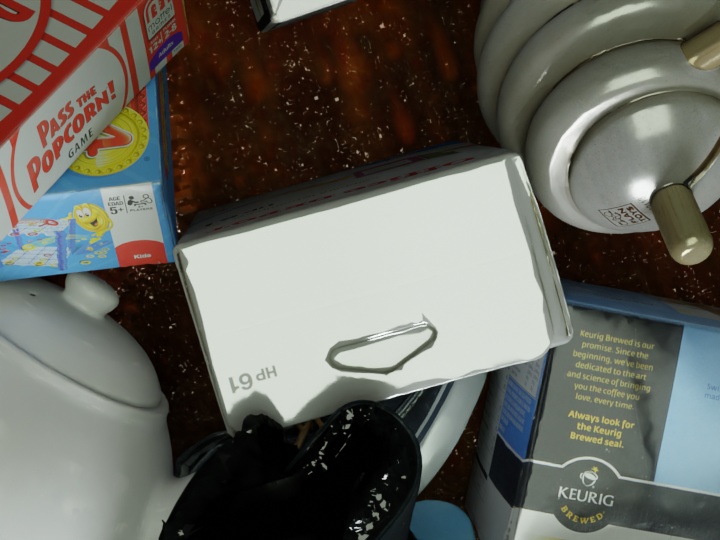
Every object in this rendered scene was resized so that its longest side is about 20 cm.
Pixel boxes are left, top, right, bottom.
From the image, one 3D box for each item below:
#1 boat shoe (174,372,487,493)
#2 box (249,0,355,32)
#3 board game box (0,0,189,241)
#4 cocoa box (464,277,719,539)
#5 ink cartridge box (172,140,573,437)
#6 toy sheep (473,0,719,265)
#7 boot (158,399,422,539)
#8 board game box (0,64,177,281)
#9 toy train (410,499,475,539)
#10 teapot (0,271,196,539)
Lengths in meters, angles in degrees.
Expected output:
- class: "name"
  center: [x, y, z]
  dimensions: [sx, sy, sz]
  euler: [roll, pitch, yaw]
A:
- class: "boat shoe"
  center: [-0.028, 0.096, 0.777]
  dimensions: [0.091, 0.071, 0.200]
  euler: [39, 95, -11]
- class: "box"
  center: [0.002, -0.151, 0.687]
  dimensions: [0.116, 0.200, 0.060]
  euler: [-19, 99, -3]
- class: "board game box"
  center: [-0.194, -0.099, 0.641]
  dimensions: [0.199, 0.046, 0.152]
  euler: [27, 60, 19]
- class: "cocoa box"
  center: [0.164, 0.085, 0.758]
  dimensions: [0.199, 0.133, 0.132]
  euler: [11, 95, -5]
- class: "ink cartridge box"
  center: [0.000, 0.000, 0.703]
  dimensions: [0.144, 0.200, 0.085]
  euler: [-16, 98, -2]
- class: "toy sheep"
  center: [0.114, -0.084, 0.661]
  dimensions: [0.137, 0.201, 0.138]
  euler: [-5, 136, -4]
- class: "boot"
  center: [-0.061, 0.135, 0.619]
  dimensions: [0.200, 0.168, 0.077]
  euler: [-29, 64, -8]
- class: "board game box"
  center: [-0.185, -0.087, 0.695]
  dimensions: [0.195, 0.056, 0.201]
  euler: [-7, 55, -3]
- class: "toy train"
  center: [-0.023, 0.191, 0.740]
  dimensions: [0.199, 0.085, 0.116]
  euler: [-24, 128, -12]
- class: "teapot"
  center: [-0.162, 0.062, 0.710]
  dimensions: [0.200, 0.197, 0.146]
  euler: [29, 95, -38]
